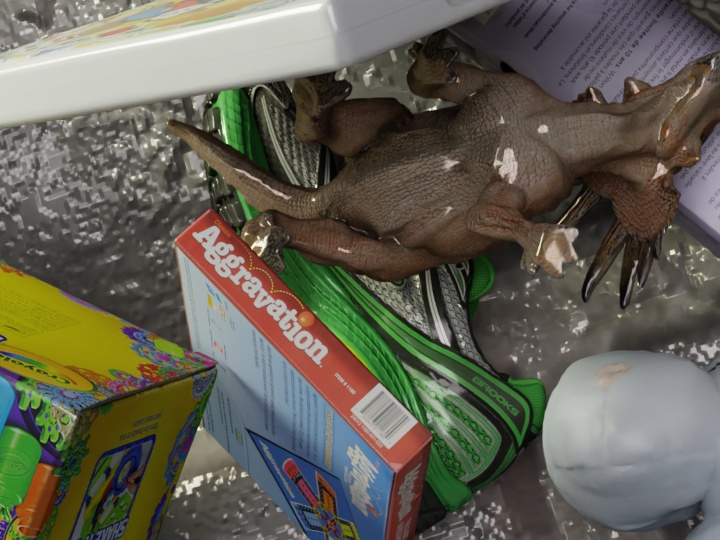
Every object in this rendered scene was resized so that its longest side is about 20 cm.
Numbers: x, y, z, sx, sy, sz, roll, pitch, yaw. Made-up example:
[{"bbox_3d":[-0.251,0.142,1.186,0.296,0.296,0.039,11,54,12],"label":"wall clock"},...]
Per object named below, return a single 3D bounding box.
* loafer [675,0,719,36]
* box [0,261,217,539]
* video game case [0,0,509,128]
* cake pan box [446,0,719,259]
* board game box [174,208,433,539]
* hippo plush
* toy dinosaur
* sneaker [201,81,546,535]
[{"bbox_3d":[0.163,-0.105,0.717,0.199,0.070,0.070,39,79,-9],"label":"loafer"},{"bbox_3d":[-0.184,0.085,0.686,0.198,0.122,0.194,23,101,14],"label":"box"},{"bbox_3d":[-0.018,-0.089,0.676,0.199,0.181,0.023,-5,106,45],"label":"video game case"},{"bbox_3d":[0.143,-0.120,0.793,0.184,0.052,0.201,38,89,16],"label":"cake pan box"},{"bbox_3d":[-0.020,0.056,0.718,0.019,0.200,0.103,-40,75,-15],"label":"board game box"},{"bbox_3d":[0.133,0.098,0.702,0.198,0.159,0.163,-1,81,11],"label":"hippo plush"},{"bbox_3d":[0.035,-0.028,0.721,0.198,0.135,0.087,-6,82,23],"label":"toy dinosaur"},{"bbox_3d":[0.000,0.000,0.795,0.085,0.078,0.201,-28,78,-12],"label":"sneaker"}]
